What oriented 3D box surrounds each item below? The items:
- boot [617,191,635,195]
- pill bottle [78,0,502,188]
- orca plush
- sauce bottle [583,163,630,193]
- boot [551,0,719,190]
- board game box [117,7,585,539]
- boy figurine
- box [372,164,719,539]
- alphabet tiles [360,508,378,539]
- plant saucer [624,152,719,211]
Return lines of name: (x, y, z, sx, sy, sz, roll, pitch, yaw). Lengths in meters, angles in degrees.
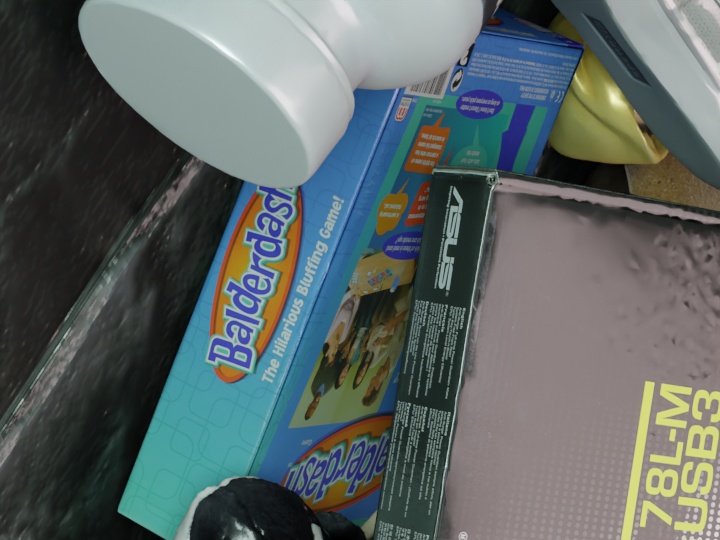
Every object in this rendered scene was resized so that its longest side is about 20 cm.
boot: (0.116, 0.071, 1.109, 0.079, 0.212, 0.158, -34, -178, 15)
pill bottle: (0.007, -0.125, 0.850, 0.200, 0.112, 0.112, -55, 155, -20)
orca plush: (-0.034, 0.154, 1.005, 0.105, 0.071, 0.201, -16, 143, -34)
sauce bottle: (0.136, -0.036, 1.269, 0.200, 0.065, 0.065, -37, 145, -43)
boot: (0.114, -0.125, 1.047, 0.096, 0.074, 0.200, -45, 129, -7)
board game box: (0.000, 0.000, 1.043, 0.152, 0.045, 0.201, 0, 113, -65)
boy figurine: (0.112, -0.135, 1.121, 0.124, 0.064, 0.201, -10, 119, -64)
box: (0.098, 0.076, 1.005, 0.192, 0.047, 0.201, 10, 90, -32)
alphabet tiles: (0.011, 0.114, 1.148, 0.167, 0.008, 0.200, -49, 168, 13)
plant saucer: (0.183, -0.065, 1.249, 0.200, 0.035, 0.201, 6, 82, -49)
